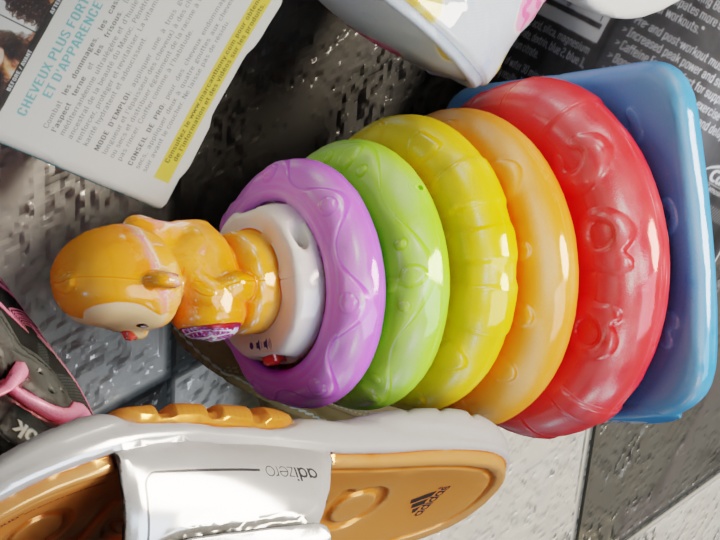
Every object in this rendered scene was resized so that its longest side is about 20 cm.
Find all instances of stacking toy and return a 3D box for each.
[{"bbox_3d":[0.000,0.000,0.698,0.199,0.116,0.111,-5,91,-39],"label":"stacking toy"}]

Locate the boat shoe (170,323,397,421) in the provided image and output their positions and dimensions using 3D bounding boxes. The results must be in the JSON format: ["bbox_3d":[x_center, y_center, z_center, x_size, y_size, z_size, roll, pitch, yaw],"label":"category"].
[{"bbox_3d":[-0.006,0.041,0.831,0.076,0.072,0.200,-49,149,16],"label":"boat shoe"}]

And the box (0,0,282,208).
[{"bbox_3d":[-0.100,-0.083,0.610,0.083,0.049,0.200,-60,148,4],"label":"box"}]

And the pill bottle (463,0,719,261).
[{"bbox_3d":[0.107,-0.084,0.834,0.106,0.106,0.201,21,100,-57],"label":"pill bottle"}]

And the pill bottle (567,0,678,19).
[{"bbox_3d":[-0.001,-0.138,0.557,0.119,0.200,0.120,-33,140,-33],"label":"pill bottle"}]

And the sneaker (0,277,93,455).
[{"bbox_3d":[-0.112,0.021,0.641,0.079,0.095,0.200,-47,145,-13],"label":"sneaker"}]

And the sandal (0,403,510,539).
[{"bbox_3d":[-0.027,0.077,0.642,0.206,0.059,0.079,-3,144,-41],"label":"sandal"}]

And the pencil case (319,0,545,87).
[{"bbox_3d":[0.054,-0.152,0.728,0.201,0.083,0.091,-56,154,-1],"label":"pencil case"}]
